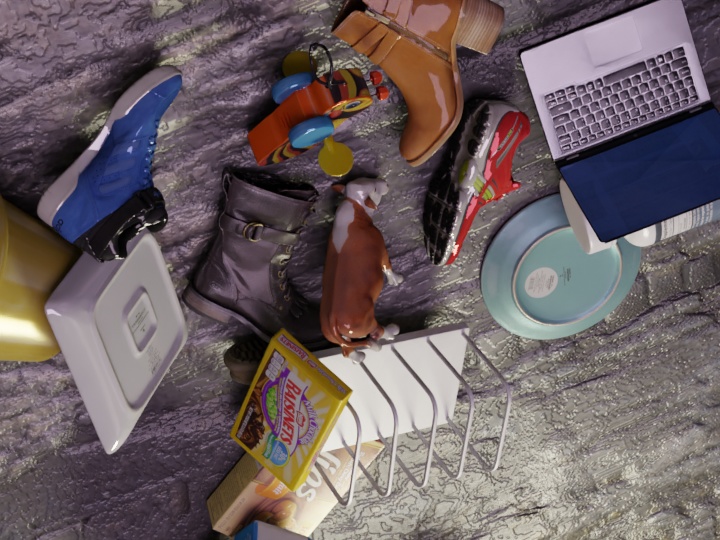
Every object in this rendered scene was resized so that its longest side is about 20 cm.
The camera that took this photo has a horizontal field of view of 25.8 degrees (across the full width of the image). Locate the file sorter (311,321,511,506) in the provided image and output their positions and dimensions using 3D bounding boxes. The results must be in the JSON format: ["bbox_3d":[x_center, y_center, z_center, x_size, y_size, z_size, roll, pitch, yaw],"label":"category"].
[{"bbox_3d":[0.048,0.163,1.742,0.199,0.125,0.139,-10,127,-25],"label":"file sorter"}]

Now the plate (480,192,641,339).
[{"bbox_3d":[0.236,0.001,1.820,0.199,0.026,0.201,-8,124,-12],"label":"plate"}]

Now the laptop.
[{"bbox_3d":[0.293,-0.163,1.645,0.186,0.116,0.201,-21,104,-3],"label":"laptop"}]

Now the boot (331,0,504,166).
[{"bbox_3d":[0.039,-0.215,1.607,0.154,0.074,0.201,17,112,-20],"label":"boot"}]

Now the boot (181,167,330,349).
[{"bbox_3d":[-0.084,-0.013,1.692,0.199,0.069,0.175,18,113,-25],"label":"boot"}]

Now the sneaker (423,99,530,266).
[{"bbox_3d":[0.131,-0.087,1.706,0.084,0.077,0.201,8,119,-27],"label":"sneaker"}]

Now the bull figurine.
[{"bbox_3d":[0.000,0.000,1.684,0.065,0.201,0.121,-4,148,29],"label":"bull figurine"}]

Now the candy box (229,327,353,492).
[{"bbox_3d":[-0.078,0.154,1.701,0.026,0.102,0.200,-43,166,-39],"label":"candy box"}]

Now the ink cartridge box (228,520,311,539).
[{"bbox_3d":[-0.144,0.405,1.847,0.084,0.147,0.200,20,140,-27],"label":"ink cartridge box"}]

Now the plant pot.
[{"bbox_3d":[-0.380,0.006,1.553,0.188,0.201,0.201,20,115,-44],"label":"plant pot"}]

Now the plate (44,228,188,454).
[{"bbox_3d":[-0.237,0.053,1.619,0.032,0.200,0.201,1,128,22],"label":"plate"}]

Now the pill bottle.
[{"bbox_3d":[0.327,-0.095,1.730,0.199,0.120,0.120,-20,125,-3],"label":"pill bottle"}]

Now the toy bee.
[{"bbox_3d":[-0.029,-0.160,1.573,0.108,0.200,0.132,-13,96,-31],"label":"toy bee"}]

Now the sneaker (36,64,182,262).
[{"bbox_3d":[-0.216,-0.099,1.552,0.111,0.077,0.200,39,85,7],"label":"sneaker"}]

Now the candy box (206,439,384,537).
[{"bbox_3d":[-0.078,0.241,1.858,0.115,0.055,0.200,29,109,-30],"label":"candy box"}]

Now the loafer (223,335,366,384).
[{"bbox_3d":[-0.058,0.117,1.775,0.199,0.076,0.068,3,114,-18],"label":"loafer"}]
